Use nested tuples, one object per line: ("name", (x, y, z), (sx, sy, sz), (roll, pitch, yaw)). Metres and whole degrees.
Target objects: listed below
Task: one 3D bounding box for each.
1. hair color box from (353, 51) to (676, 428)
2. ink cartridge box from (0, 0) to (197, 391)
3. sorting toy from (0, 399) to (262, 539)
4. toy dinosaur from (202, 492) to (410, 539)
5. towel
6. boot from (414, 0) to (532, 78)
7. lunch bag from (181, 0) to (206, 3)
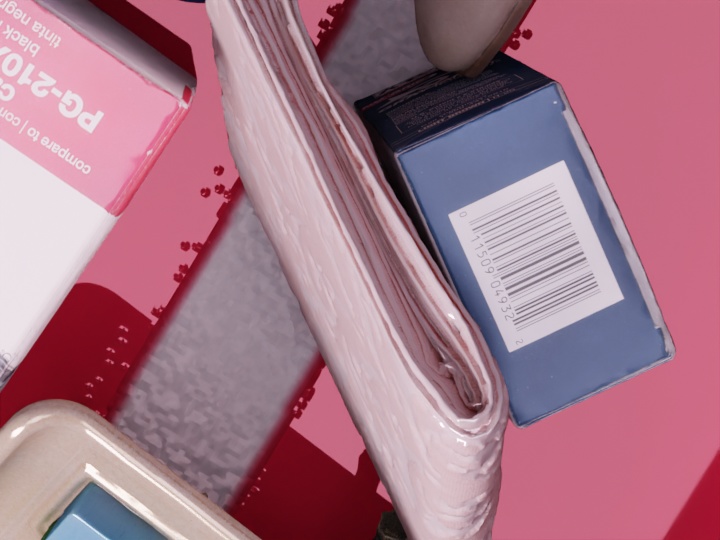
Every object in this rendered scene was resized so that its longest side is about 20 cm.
("hair color box", (0.049, -0.018, 0.989), (0.060, 0.200, 0.100), (-24, 99, -1))
("ink cartridge box", (-0.147, -0.004, 1.007), (0.084, 0.145, 0.200), (34, 95, -6))
("sorting toy", (-0.075, 0.145, 1.032), (0.200, 0.037, 0.185), (34, 139, -9))
("toy dinosaur", (-0.022, 0.139, 1.068), (0.199, 0.077, 0.103), (3, 129, 9))
("towel", (0.000, 0.000, 0.964), (0.032, 0.200, 0.192), (-23, 72, -6))
("boot", (0.009, -0.175, 0.922), (0.146, 0.070, 0.201), (13, 95, -35))
("lunch bag", (-0.074, -0.199, 0.986), (0.132, 0.136, 0.201), (14, 99, -21))
